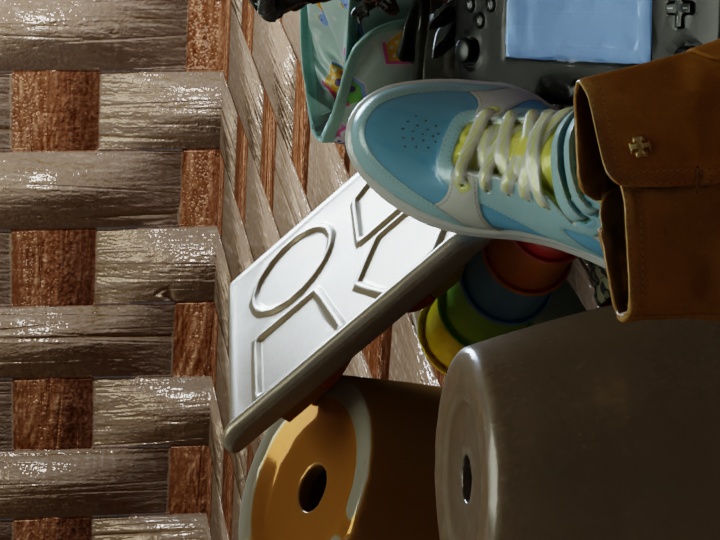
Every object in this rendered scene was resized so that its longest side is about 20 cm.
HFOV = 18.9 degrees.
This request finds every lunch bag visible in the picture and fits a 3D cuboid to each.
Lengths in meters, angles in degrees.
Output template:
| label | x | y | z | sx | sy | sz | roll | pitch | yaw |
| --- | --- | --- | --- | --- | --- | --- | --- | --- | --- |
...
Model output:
| label | x | y | z | sx | sy | sz | roll | pitch | yaw |
| --- | --- | --- | --- | --- | --- | --- | --- | --- | --- |
| lunch bag | 0.052 | -0.173 | 1.330 | 0.122 | 0.169 | 0.202 | -150 | 60 | -67 |

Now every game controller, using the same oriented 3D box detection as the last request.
| label | x | y | z | sx | sy | sz | roll | pitch | yaw |
| --- | --- | --- | --- | --- | --- | --- | --- | --- | --- |
| game controller | 0.109 | -0.132 | 1.033 | 0.199 | 0.042 | 0.105 | 11 | 111 | 55 |

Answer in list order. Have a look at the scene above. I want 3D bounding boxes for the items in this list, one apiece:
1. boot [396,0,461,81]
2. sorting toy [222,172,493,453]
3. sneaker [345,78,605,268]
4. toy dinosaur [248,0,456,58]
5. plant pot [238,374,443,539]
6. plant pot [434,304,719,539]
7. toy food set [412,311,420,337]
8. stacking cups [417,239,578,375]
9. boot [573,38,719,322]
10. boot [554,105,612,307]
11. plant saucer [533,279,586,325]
| label | x | y | z | sx | sy | sz | roll | pitch | yaw |
| --- | --- | --- | --- | --- | --- | --- | --- | --- | --- |
| boot | 0.091 | -0.146 | 1.231 | 0.068 | 0.129 | 0.201 | -102 | 16 | -51 |
| sorting toy | 0.000 | 0.000 | 1.179 | 0.185 | 0.036 | 0.200 | -40 | 20 | 17 |
| sneaker | 0.084 | -0.056 | 0.989 | 0.131 | 0.198 | 0.080 | 65 | -139 | -76 |
| toy dinosaur | 0.027 | -0.199 | 1.188 | 0.200 | 0.102 | 0.136 | -49 | 36 | 11 |
| plant pot | 0.041 | 0.144 | 1.186 | 0.200 | 0.182 | 0.202 | -36 | 42 | 41 |
| plant pot | 0.127 | 0.086 | 0.939 | 0.200 | 0.173 | 0.203 | -179 | 90 | -80 |
| toy food set | 0.055 | -0.020 | 1.553 | 0.200 | 0.060 | 0.145 | 155 | 104 | -82 |
| stacking cups | 0.078 | -0.004 | 1.147 | 0.200 | 0.060 | 0.061 | 113 | 154 | -64 |
| boot | 0.154 | -0.080 | 0.854 | 0.071 | 0.142 | 0.203 | 142 | 127 | -76 |
| boot | 0.153 | -0.078 | 1.091 | 0.204 | 0.073 | 0.155 | 131 | 129 | -64 |
| plant saucer | 0.070 | 0.006 | 1.312 | 0.200 | 0.027 | 0.200 | 45 | 165 | 15 |
